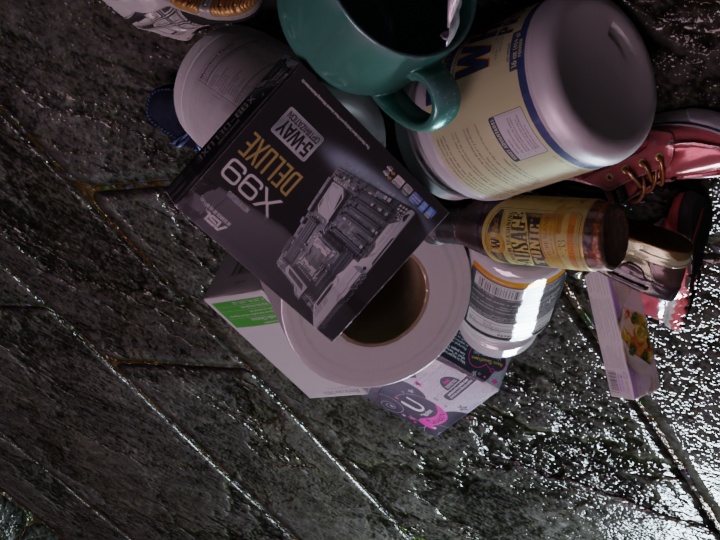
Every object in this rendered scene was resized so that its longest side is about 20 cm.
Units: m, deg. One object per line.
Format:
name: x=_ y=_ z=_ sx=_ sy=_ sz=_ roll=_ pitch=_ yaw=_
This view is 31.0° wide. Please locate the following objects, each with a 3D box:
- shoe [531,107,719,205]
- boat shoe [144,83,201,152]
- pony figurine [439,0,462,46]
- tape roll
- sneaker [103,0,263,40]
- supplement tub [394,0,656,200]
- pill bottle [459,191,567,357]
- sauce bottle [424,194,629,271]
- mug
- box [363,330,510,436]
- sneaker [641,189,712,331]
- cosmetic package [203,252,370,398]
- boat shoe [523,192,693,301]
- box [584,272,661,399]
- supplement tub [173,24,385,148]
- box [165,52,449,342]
shoe: x=0.252 y=-0.090 z=1.162 sx=0.197 sy=0.092 sz=0.072 roll=7 pitch=147 yaw=30
boat shoe: x=-0.146 y=-0.155 z=1.377 sx=0.197 sy=0.069 sz=0.086 roll=16 pitch=107 yaw=18
pony figurine: x=0.084 y=-0.290 z=0.940 sx=0.199 sy=0.167 sz=0.194 roll=34 pitch=146 yaw=17
tape roll: x=0.000 y=0.000 z=1.334 sx=0.202 sy=0.203 sz=0.139 roll=42 pitch=-174 yaw=-27
sneaker: x=-0.161 y=-0.263 z=1.248 sx=0.198 sy=0.076 sz=0.088 roll=15 pitch=161 yaw=34
supplement tub: x=0.137 y=-0.142 z=1.114 sx=0.145 sy=0.146 sz=0.199 roll=40 pitch=148 yaw=-25
pill bottle: x=0.157 y=0.006 z=1.371 sx=0.115 sy=0.118 sz=0.201 roll=20 pitch=152 yaw=10
sauce bottle: x=0.144 y=-0.036 z=1.181 sx=0.198 sy=0.067 sz=0.066 roll=3 pitch=145 yaw=38
mug: x=0.005 y=-0.209 z=1.070 sx=0.150 sy=0.188 sz=0.114 roll=15 pitch=158 yaw=-26
box: x=0.095 y=0.103 z=1.580 sx=0.131 sy=0.116 sz=0.200 roll=30 pitch=152 yaw=-7
sneaker: x=0.292 y=-0.009 z=1.281 sx=0.086 sy=0.074 sz=0.201 roll=17 pitch=150 yaw=17
cosmetic package: x=-0.070 y=0.056 z=1.494 sx=0.107 sy=0.086 sz=0.200 roll=-10 pitch=134 yaw=44
boat shoe: x=0.212 y=-0.023 z=1.219 sx=0.198 sy=0.071 sz=0.067 roll=19 pitch=110 yaw=28
box: x=0.253 y=0.027 z=1.285 sx=0.041 sy=0.038 sz=0.203 roll=1 pitch=107 yaw=62
supplement tub: x=-0.078 y=-0.142 z=1.229 sx=0.199 sy=0.132 sz=0.132 roll=36 pitch=166 yaw=46
box: x=-0.044 y=-0.060 z=1.118 sx=0.200 sy=0.158 sz=0.050 roll=43 pitch=-179 yaw=-28
